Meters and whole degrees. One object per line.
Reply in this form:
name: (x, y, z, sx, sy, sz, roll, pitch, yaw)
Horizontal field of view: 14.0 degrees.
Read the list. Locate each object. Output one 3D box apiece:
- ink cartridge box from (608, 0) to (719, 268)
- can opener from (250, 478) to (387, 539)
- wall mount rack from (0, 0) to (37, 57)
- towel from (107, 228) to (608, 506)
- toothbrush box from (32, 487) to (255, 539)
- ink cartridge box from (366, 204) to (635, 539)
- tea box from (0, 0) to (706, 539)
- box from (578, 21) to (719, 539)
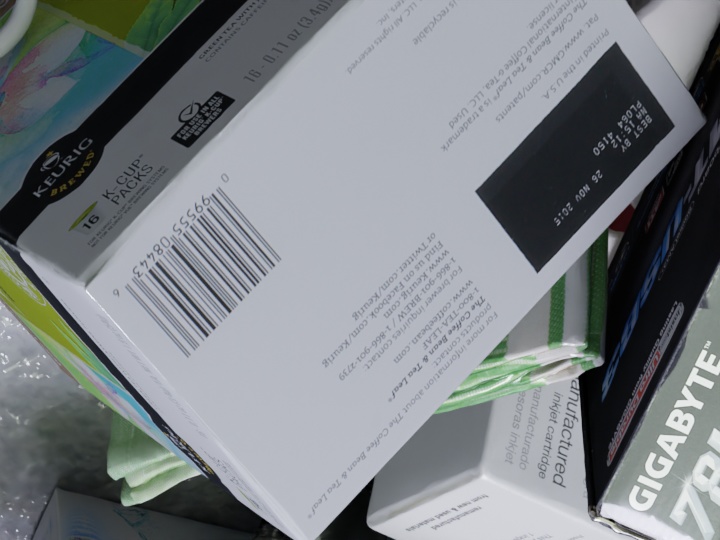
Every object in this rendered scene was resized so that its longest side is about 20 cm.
ink cartridge box: (0.161, -0.079, 1.098, 0.200, 0.067, 0.117, -38, 102, 17)
can opener: (-0.052, 0.057, 1.193, 0.200, 0.079, 0.063, 43, 148, -27)
wall mount rack: (-0.121, -0.174, 0.962, 0.174, 0.075, 0.200, -18, 92, -24)
towel: (0.000, 0.000, 1.062, 0.200, 0.153, 0.023, -18, 136, 27)
toothbrush box: (-0.045, 0.185, 1.221, 0.200, 0.147, 0.085, 14, 121, -16)
ink cartridge box: (0.117, 0.064, 1.151, 0.200, 0.145, 0.084, 26, 150, -25)
tea box: (-0.031, -0.048, 0.992, 0.200, 0.197, 0.134, -46, 122, -11)
box: (0.132, -0.027, 0.970, 0.050, 0.199, 0.200, 23, 106, -3)
